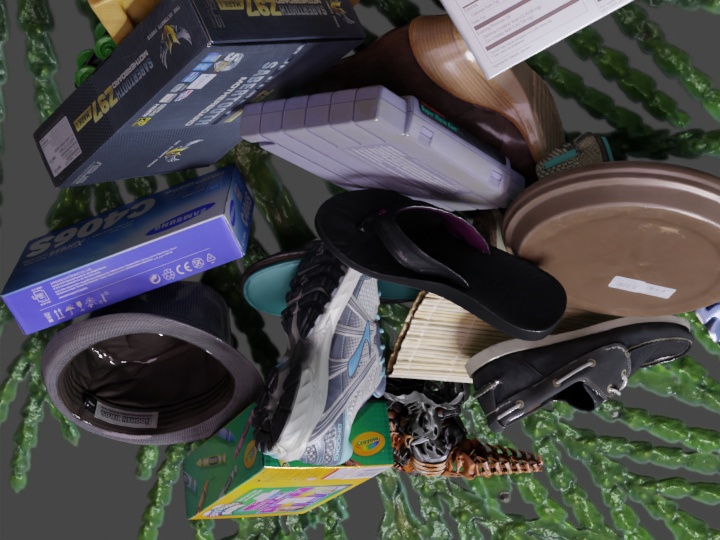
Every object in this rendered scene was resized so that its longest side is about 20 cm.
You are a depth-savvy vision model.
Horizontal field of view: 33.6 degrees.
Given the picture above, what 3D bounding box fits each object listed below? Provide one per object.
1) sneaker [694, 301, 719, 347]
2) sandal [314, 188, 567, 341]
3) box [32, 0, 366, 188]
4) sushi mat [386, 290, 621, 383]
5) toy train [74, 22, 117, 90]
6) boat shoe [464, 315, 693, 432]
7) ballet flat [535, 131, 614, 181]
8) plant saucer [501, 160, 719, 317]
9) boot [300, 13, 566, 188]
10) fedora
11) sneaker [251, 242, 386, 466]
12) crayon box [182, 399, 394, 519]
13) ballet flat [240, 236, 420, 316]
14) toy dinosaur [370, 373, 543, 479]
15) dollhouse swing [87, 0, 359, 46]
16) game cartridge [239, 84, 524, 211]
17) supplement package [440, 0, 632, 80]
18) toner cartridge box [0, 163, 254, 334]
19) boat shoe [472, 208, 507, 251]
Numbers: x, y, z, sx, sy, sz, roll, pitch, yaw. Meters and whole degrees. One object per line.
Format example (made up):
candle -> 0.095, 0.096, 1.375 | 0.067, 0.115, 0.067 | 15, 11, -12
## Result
sneaker -> 0.301, -0.030, 0.990 | 0.115, 0.081, 0.199 | -36, 120, 14
sandal -> 0.063, -0.017, 0.889 | 0.200, 0.076, 0.048 | 23, 146, 7
box -> -0.115, -0.131, 0.850 | 0.200, 0.157, 0.051 | -32, 80, 39
sushi mat -> 0.122, 0.055, 0.985 | 0.199, 0.012, 0.096 | 7, 119, -29
toy train -> -0.150, -0.204, 0.903 | 0.056, 0.042, 0.200 | 28, 117, -27
boat shoe -> 0.185, 0.084, 0.972 | 0.199, 0.068, 0.072 | -11, 153, -18
ballet flat -> 0.176, -0.038, 0.951 | 0.075, 0.068, 0.200 | -18, 147, 11
plant saucer -> 0.205, -0.015, 0.896 | 0.199, 0.030, 0.200 | 7, 152, 4
boot -> 0.063, -0.116, 0.951 | 0.166, 0.073, 0.200 | -14, 134, 28
fedora -> -0.173, 0.068, 1.021 | 0.199, 0.091, 0.177 | -28, 130, 31
sneaker -> -0.017, 0.058, 0.942 | 0.086, 0.077, 0.201 | 26, 79, -31
crayon box -> -0.068, 0.167, 1.039 | 0.118, 0.059, 0.200 | 3, 157, -27
ballet flat -> 0.000, 0.000, 1.005 | 0.199, 0.069, 0.068 | -3, 119, 4
toy dinosaur -> 0.064, 0.133, 1.064 | 0.199, 0.102, 0.136 | 5, 122, 6
dollhouse swing -> -0.100, -0.252, 0.829 | 0.199, 0.176, 0.183 | -25, 93, 1
game cartridge -> 0.023, -0.086, 0.884 | 0.129, 0.039, 0.200 | -6, 162, 35
supplement package -> 0.115, -0.242, 0.785 | 0.155, 0.200, 0.111 | -27, 117, 15
toner cartridge box -> -0.189, -0.018, 0.981 | 0.199, 0.095, 0.043 | -20, 119, 11
boat shoe -> 0.141, 0.028, 1.029 | 0.074, 0.075, 0.203 | -14, 127, -7
